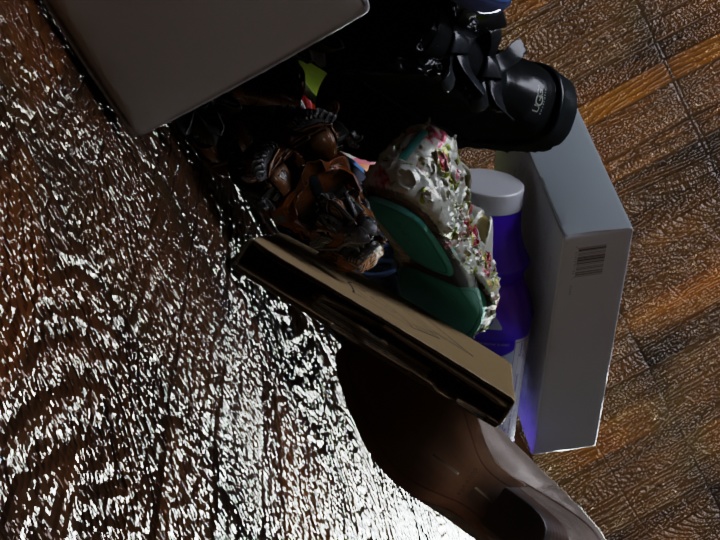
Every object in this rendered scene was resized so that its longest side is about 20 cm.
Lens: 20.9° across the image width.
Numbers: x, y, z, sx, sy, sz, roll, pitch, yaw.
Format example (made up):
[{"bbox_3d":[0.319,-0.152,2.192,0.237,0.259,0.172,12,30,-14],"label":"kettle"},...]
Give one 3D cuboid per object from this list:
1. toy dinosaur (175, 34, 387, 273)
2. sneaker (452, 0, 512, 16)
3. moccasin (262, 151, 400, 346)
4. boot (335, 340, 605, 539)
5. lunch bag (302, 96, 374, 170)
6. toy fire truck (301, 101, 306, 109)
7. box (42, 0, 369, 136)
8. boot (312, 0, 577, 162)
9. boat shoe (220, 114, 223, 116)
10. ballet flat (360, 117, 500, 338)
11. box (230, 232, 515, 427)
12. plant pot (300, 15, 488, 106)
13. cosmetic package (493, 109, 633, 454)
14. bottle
[{"bbox_3d":[-0.065,-0.081,1.062,0.199,0.102,0.136,25,-22,13],"label":"toy dinosaur"},{"bbox_3d":[0.030,-0.209,0.977,0.200,0.082,0.074,45,10,-35],"label":"sneaker"},{"bbox_3d":[0.000,0.000,1.261,0.200,0.080,0.068,58,13,-48],"label":"moccasin"},{"bbox_3d":[0.075,0.128,1.214,0.200,0.070,0.146,48,4,22],"label":"boot"},{"bbox_3d":[-0.018,-0.140,1.546,0.200,0.081,0.177,81,0,-59],"label":"lunch bag"},{"bbox_3d":[-0.049,-0.076,1.329,0.200,0.049,0.141,60,5,-41],"label":"toy fire truck"},{"bbox_3d":[-0.088,-0.172,0.924,0.109,0.127,0.200,60,5,-31],"label":"box"},{"bbox_3d":[0.014,-0.116,1.132,0.162,0.197,0.074,21,78,-50],"label":"boot"},{"bbox_3d":[-0.090,-0.152,1.177,0.072,0.072,0.201,72,-7,-73],"label":"boat shoe"},{"bbox_3d":[0.052,-0.022,1.145,0.075,0.064,0.200,22,-19,19],"label":"ballet flat"},{"bbox_3d":[0.012,0.027,1.088,0.163,0.021,0.200,31,4,2],"label":"box"},{"bbox_3d":[-0.032,-0.227,1.307,0.200,0.187,0.187,38,-13,39],"label":"plant pot"},{"bbox_3d":[0.127,0.000,1.310,0.151,0.051,0.201,-109,-164,-45],"label":"cosmetic package"},{"bbox_3d":[0.071,0.035,1.268,0.065,0.083,0.201,-65,164,-65],"label":"bottle"}]
